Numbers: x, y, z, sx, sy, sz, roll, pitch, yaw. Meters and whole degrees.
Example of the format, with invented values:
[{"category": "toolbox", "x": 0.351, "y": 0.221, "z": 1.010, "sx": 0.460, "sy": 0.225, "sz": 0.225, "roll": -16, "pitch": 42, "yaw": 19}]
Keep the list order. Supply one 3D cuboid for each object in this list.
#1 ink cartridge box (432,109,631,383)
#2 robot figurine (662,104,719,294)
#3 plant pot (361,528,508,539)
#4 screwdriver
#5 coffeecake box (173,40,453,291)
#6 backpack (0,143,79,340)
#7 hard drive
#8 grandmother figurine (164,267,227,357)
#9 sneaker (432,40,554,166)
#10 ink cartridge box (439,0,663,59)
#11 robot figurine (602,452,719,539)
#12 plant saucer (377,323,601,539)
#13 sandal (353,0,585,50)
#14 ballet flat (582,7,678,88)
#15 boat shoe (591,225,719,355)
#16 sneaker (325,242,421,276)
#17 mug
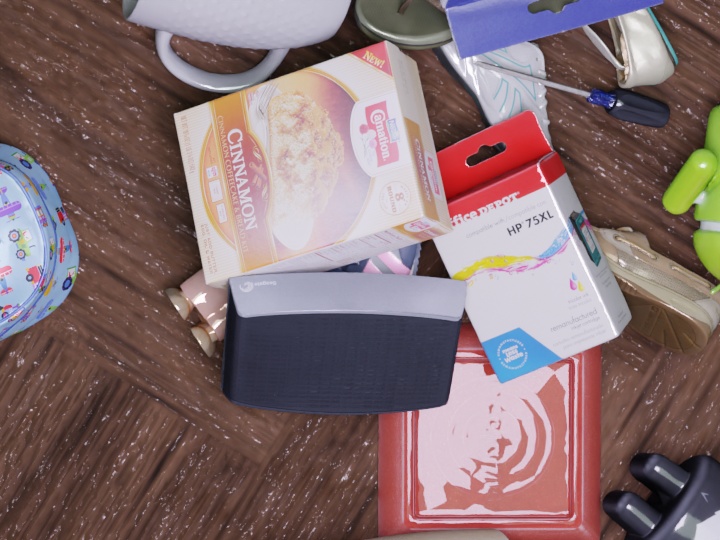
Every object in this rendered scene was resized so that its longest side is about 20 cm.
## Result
[{"category": "ink cartridge box", "x": 0.133, "y": -0.021, "z": 1.658, "sx": 0.116, "sy": 0.067, "sz": 0.200, "roll": -24, "pitch": 94, "yaw": 22}, {"category": "robot figurine", "x": 0.350, "y": -0.073, "z": 1.696, "sx": 0.175, "sy": 0.116, "sz": 0.201, "roll": 8, "pitch": 91, "yaw": -14}, {"category": "plant pot", "x": 0.043, "y": 0.301, "z": 1.677, "sx": 0.200, "sy": 0.187, "sz": 0.188, "roll": -20, "pitch": 92, "yaw": -15}, {"category": "screwdriver", "x": 0.184, "y": -0.153, "z": 1.696, "sx": 0.200, "sy": 0.028, "sz": 0.029, "roll": 9, "pitch": 46, "yaw": -29}, {"category": "coffeecake box", "x": -0.040, "y": -0.082, "z": 1.630, "sx": 0.200, "sy": 0.073, "sz": 0.154, "roll": -17, "pitch": 75, "yaw": 20}, {"category": "backpack", "x": -0.346, "y": -0.014, "z": 1.666, "sx": 0.200, "sy": 0.135, "sz": 0.183, "roll": -22, "pitch": 93, "yaw": -4}, {"category": "hard drive", "x": -0.014, "y": 0.064, "z": 1.643, "sx": 0.199, "sy": 0.042, "sz": 0.135, "roll": 1, "pitch": 128, "yaw": -8}, {"category": "grandmother figurine", "x": -0.072, "y": -0.015, "z": 1.715, "sx": 0.200, "sy": 0.061, "sz": 0.121, "roll": -33, "pitch": 108, "yaw": -4}, {"category": "sneaker", "x": 0.135, "y": -0.154, "z": 1.711, "sx": 0.080, "sy": 0.070, "sz": 0.201, "roll": -31, "pitch": 92, "yaw": -4}, {"category": "ink cartridge box", "x": 0.145, "y": -0.299, "z": 1.639, "sx": 0.197, "sy": 0.047, "sz": 0.201, "roll": -17, "pitch": 86, "yaw": -16}, {"category": "robot figurine", "x": 0.307, "y": 0.240, "z": 1.696, "sx": 0.200, "sy": 0.125, "sz": 0.150, "roll": 38, "pitch": 122, "yaw": -2}, {"category": "plant saucer", "x": 0.116, "y": 0.147, "z": 1.733, "sx": 0.199, "sy": 0.037, "sz": 0.200, "roll": 0, "pitch": 91, "yaw": -3}, {"category": "sandal", "x": 0.092, "y": -0.239, "z": 1.671, "sx": 0.200, "sy": 0.057, "sz": 0.080, "roll": -8, "pitch": 58, "yaw": -2}, {"category": "ballet flat", "x": 0.211, "y": -0.250, "z": 1.713, "sx": 0.069, "sy": 0.069, "sz": 0.200, "roll": -25, "pitch": 91, "yaw": -1}, {"category": "boat shoe", "x": 0.225, "y": -0.001, "z": 1.725, "sx": 0.200, "sy": 0.071, "sz": 0.065, "roll": 33, "pitch": 55, "yaw": 6}, {"category": "sneaker", "x": 0.000, "y": 0.000, "z": 1.676, "sx": 0.082, "sy": 0.070, "sz": 0.201, "roll": -2, "pitch": 110, "yaw": -25}, {"category": "mug", "x": -0.106, "y": -0.240, "z": 1.673, "sx": 0.175, "sy": 0.148, "sz": 0.200, "roll": 13, "pitch": 123, "yaw": -16}]
